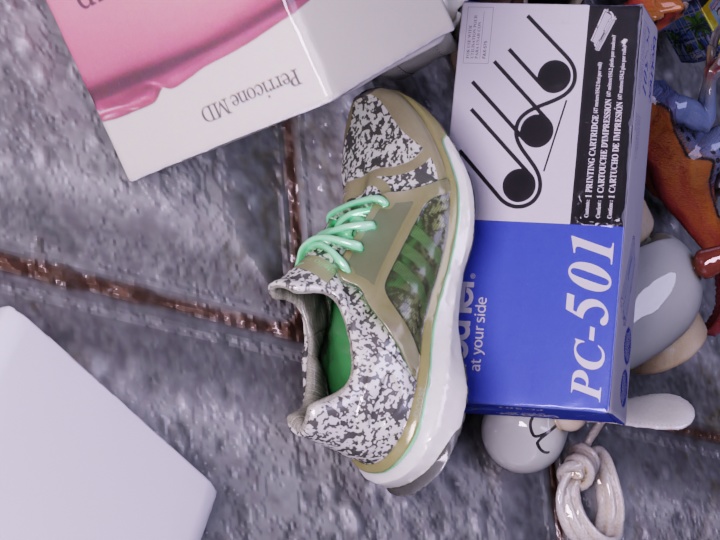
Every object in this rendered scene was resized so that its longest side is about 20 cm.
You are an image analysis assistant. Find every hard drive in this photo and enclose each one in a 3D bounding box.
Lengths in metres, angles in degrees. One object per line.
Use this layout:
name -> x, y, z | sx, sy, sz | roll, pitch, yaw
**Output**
hard drive -> -0.132, 0.131, 0.962 | 0.132, 0.027, 0.201 | 45, 45, -30

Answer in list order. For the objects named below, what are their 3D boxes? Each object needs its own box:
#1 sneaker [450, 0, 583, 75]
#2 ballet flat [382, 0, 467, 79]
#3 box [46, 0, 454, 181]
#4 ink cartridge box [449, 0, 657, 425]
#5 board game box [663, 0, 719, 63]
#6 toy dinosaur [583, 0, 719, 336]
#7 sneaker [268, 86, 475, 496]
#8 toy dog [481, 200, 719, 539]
sneaker -> 0.103, -0.177, 1.346 | 0.070, 0.075, 0.201 | 36, 50, -37
ballet flat -> 0.046, -0.183, 1.287 | 0.067, 0.063, 0.201 | 42, 46, -32
box -> -0.070, -0.160, 1.079 | 0.109, 0.127, 0.201 | -34, 101, -52
ink cartridge box -> 0.090, -0.029, 1.212 | 0.044, 0.093, 0.202 | 33, 62, -70
board game box -> 0.180, -0.249, 1.483 | 0.201, 0.061, 0.200 | 58, 38, -16
toy dinosaur -> 0.178, -0.079, 1.359 | 0.181, 0.104, 0.201 | 12, 66, -56
sneaker -> 0.000, 0.000, 1.151 | 0.088, 0.077, 0.201 | 17, 59, -37
toy dog -> 0.142, 0.034, 1.288 | 0.132, 0.096, 0.201 | 44, 45, -31
